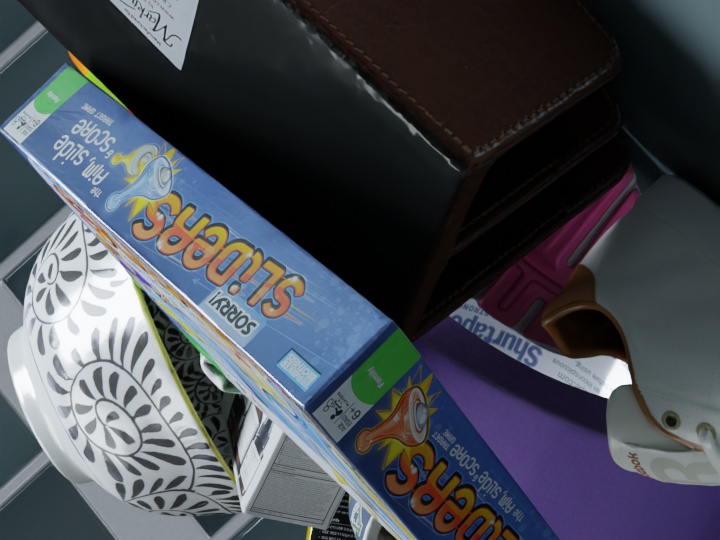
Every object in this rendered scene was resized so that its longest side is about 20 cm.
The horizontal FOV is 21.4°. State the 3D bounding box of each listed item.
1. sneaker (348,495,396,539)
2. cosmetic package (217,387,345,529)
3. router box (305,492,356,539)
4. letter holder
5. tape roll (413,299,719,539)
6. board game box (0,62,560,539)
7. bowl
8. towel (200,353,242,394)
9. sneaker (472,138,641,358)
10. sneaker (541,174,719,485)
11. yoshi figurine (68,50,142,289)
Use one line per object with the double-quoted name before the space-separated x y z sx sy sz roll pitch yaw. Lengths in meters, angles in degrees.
"sneaker" 0.089 0.115 0.831 0.090 0.198 0.068 -58 -28 -66
"cosmetic package" -0.040 0.029 0.964 0.050 0.083 0.201 15 -149 -23
"router box" -0.002 0.135 1.037 0.051 0.151 0.200 9 165 1
"letter holder" -0.002 -0.098 0.629 0.200 0.142 0.101 44 145 17
"tape roll" 0.063 0.042 0.756 0.199 0.066 0.200 22 -160 -8
"board game box" -0.026 0.022 0.607 0.200 0.034 0.136 38 169 48
"bowl" -0.124 0.052 1.002 0.201 0.094 0.202 -24 -90 -84
"towel" 0.000 0.000 0.919 0.201 0.151 0.024 -88 7 -55
"sneaker" 0.049 -0.044 0.738 0.201 0.081 0.088 55 -175 27
"sneaker" 0.133 0.054 0.599 0.200 0.085 0.073 44 174 44
"yoshi figurine" -0.069 -0.042 0.877 0.200 0.112 0.113 35 126 48
